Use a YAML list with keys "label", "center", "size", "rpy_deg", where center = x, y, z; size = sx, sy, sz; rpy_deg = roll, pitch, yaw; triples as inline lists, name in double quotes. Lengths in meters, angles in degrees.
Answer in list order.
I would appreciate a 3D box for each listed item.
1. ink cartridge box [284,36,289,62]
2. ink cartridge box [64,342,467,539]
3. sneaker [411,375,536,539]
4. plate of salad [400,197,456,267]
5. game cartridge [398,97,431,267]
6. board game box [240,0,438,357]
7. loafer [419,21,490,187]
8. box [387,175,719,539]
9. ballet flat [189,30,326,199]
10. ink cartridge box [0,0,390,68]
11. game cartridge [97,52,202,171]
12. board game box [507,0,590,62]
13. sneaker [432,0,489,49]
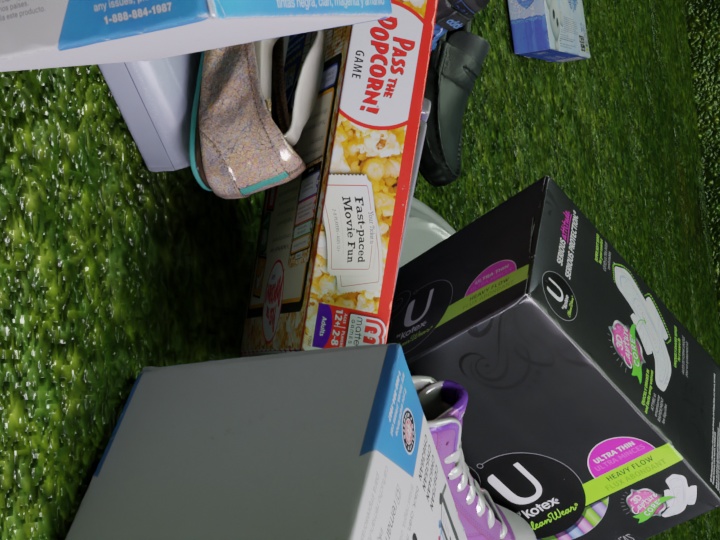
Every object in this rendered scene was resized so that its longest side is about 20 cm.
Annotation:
- label: "ink cartridge box"
  center: [-0.029, -0.208, 1.091]
  size: [0.094, 0.044, 0.203]
  rpy_deg: [29, 56, -65]
- label: "ink cartridge box"
  center: [-0.031, 0.163, 0.806]
  size: [0.148, 0.143, 0.201]
  rpy_deg: [-74, 151, -50]
- label: "sneaker"
  center: [0.053, 0.125, 0.988]
  size: [0.199, 0.115, 0.073]
  rpy_deg: [20, 24, -38]
- label: "plate of salad"
  center: [0.047, 0.036, 1.191]
  size: [0.199, 0.048, 0.202]
  rpy_deg: [36, 39, -35]
- label: "game cartridge"
  center: [0.000, 0.000, 1.030]
  size: [0.130, 0.038, 0.201]
  rpy_deg: [117, -11, -45]
- label: "board game box"
  center: [-0.015, -0.050, 0.899]
  size: [0.151, 0.046, 0.203]
  rpy_deg: [171, -71, -74]
- label: "loafer"
  center: [0.066, -0.167, 1.311]
  size: [0.068, 0.070, 0.203]
  rpy_deg: [31, 54, -65]
- label: "box"
  center: [0.119, 0.073, 1.074]
  size: [0.200, 0.148, 0.125]
  rpy_deg: [46, 34, -21]
- label: "ballet flat"
  center: [-0.050, -0.134, 0.873]
  size: [0.068, 0.066, 0.203]
  rpy_deg: [33, 52, -66]
- label: "ink cartridge box"
  center: [-0.093, -0.194, 0.694]
  size: [0.144, 0.146, 0.203]
  rpy_deg: [-15, 99, -58]
- label: "game cartridge"
  center: [-0.093, -0.154, 0.909]
  size: [0.201, 0.040, 0.134]
  rpy_deg: [-76, 155, -46]
- label: "board game box"
  center: [0.190, -0.324, 1.762]
  size: [0.200, 0.043, 0.202]
  rpy_deg: [-11, 94, -70]
- label: "sneaker"
  center: [0.036, -0.159, 1.162]
  size: [0.077, 0.110, 0.203]
  rpy_deg: [-10, 93, -71]
